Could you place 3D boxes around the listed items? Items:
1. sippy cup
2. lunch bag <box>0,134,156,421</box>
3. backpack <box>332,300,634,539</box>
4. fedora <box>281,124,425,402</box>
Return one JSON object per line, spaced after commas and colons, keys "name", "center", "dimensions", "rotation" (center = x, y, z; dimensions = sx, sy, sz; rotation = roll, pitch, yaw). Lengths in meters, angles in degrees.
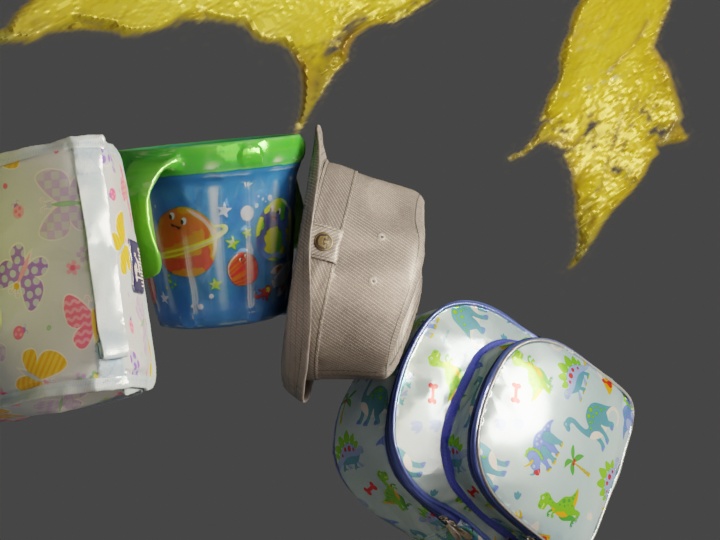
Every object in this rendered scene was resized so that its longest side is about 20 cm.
{"name": "sippy cup", "center": [-0.103, -0.027, 1.654], "dimensions": [0.177, 0.140, 0.131], "rotation": [-8, 96, -23]}
{"name": "lunch bag", "center": [-0.206, 0.010, 1.534], "dimensions": [0.127, 0.200, 0.171], "rotation": [-6, 83, -32]}
{"name": "backpack", "center": [0.096, 0.122, 1.729], "dimensions": [0.200, 0.147, 0.184], "rotation": [33, 64, -21]}
{"name": "fedora", "center": [0.000, 0.000, 1.663], "dimensions": [0.090, 0.177, 0.201], "rotation": [8, 59, 3]}
